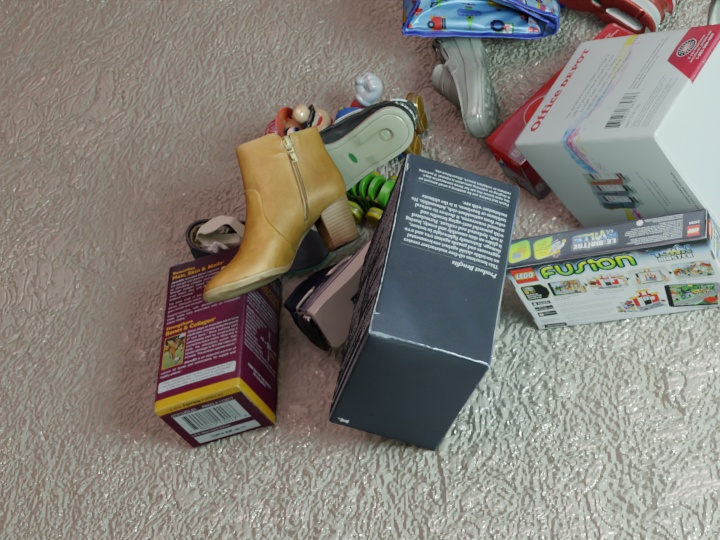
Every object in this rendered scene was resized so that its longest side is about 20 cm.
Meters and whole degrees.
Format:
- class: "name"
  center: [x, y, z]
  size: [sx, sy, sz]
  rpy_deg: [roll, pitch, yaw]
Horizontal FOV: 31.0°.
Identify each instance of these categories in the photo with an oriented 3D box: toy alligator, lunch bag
- class: "toy alligator"
  center: [-0.007, -0.096, 1.522]
  size: [0.198, 0.054, 0.060]
  rpy_deg: [17, 65, 41]
- class: "lunch bag"
  center: [0.155, -0.339, 1.565]
  size: [0.197, 0.095, 0.151]
  rpy_deg: [10, 37, -5]

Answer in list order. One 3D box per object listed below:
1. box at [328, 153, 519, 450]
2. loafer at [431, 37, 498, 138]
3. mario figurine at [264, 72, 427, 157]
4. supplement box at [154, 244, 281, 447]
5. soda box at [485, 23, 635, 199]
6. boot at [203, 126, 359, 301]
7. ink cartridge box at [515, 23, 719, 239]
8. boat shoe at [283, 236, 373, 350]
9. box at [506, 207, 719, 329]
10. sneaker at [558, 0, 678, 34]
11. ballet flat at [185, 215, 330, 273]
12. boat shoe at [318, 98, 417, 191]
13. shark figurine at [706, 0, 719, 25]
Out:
- class: "box"
  center: [0.060, 0.036, 1.250]
  size: [0.122, 0.201, 0.200]
  rpy_deg: [16, 59, -4]
- class: "loafer"
  center: [0.120, -0.221, 1.533]
  size: [0.069, 0.070, 0.201]
  rpy_deg: [-17, 38, 12]
- class: "mario figurine"
  center: [-0.027, -0.175, 1.558]
  size: [0.197, 0.108, 0.123]
  rpy_deg: [-4, 14, 21]
- class: "supplement box"
  center: [-0.156, 0.081, 1.451]
  size: [0.109, 0.086, 0.202]
  rpy_deg: [-17, 48, 20]
- class: "soda box"
  center: [0.236, -0.177, 1.425]
  size: [0.200, 0.064, 0.070]
  rpy_deg: [-44, 44, -5]
- class: "boot"
  center: [-0.108, -0.065, 1.402]
  size: [0.199, 0.145, 0.071]
  rpy_deg: [-26, -2, -23]
- class: "ink cartridge box"
  center: [0.284, -0.132, 1.265]
  size: [0.146, 0.145, 0.199]
  rpy_deg: [-54, 29, -17]
- class: "boat shoe"
  center: [0.000, 0.000, 1.432]
  size: [0.199, 0.075, 0.092]
  rpy_deg: [-39, 26, -17]
- class: "box"
  center: [0.247, 0.002, 1.239]
  size: [0.198, 0.110, 0.035]
  rpy_deg: [-9, 50, 27]
- class: "sneaker"
  center: [0.289, -0.358, 1.513]
  size: [0.200, 0.079, 0.116]
  rpy_deg: [41, 67, 13]
- class: "ballet flat"
  center: [-0.130, -0.036, 1.542]
  size: [0.198, 0.073, 0.074]
  rpy_deg: [2, 56, 34]
- class: "boat shoe"
  center: [-0.022, -0.136, 1.486]
  size: [0.198, 0.072, 0.068]
  rpy_deg: [-25, 25, 22]
- class: "shark figurine"
  center: [0.399, -0.202, 1.317]
  size: [0.089, 0.216, 0.128]
  rpy_deg: [-26, -7, -46]
